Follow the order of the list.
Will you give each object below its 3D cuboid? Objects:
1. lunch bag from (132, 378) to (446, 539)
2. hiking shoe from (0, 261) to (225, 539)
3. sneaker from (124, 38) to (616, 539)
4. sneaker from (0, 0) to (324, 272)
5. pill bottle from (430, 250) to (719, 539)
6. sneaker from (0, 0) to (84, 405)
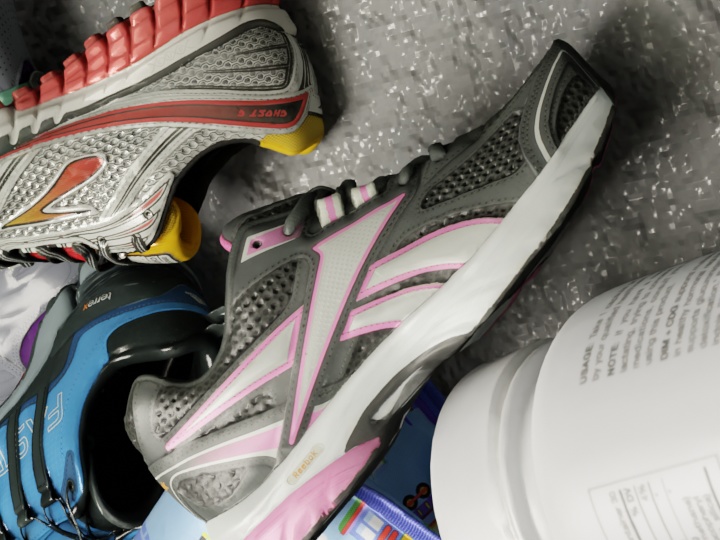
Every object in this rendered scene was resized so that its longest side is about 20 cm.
[{"bbox_3d":[0.015,0.141,0.853,0.200,0.094,0.151,43,124,12],"label":"lunch bag"},{"bbox_3d":[-0.115,0.086,0.893,0.201,0.074,0.087,-64,27,8],"label":"hiking shoe"},{"bbox_3d":[0.000,0.000,0.760,0.086,0.080,0.200,40,86,5],"label":"sneaker"},{"bbox_3d":[-0.103,-0.028,0.861,0.199,0.078,0.082,-32,88,11],"label":"sneaker"},{"bbox_3d":[0.123,0.048,0.705,0.199,0.113,0.114,-20,89,42],"label":"pill bottle"},{"bbox_3d":[-0.126,-0.036,0.941,0.087,0.074,0.201,6,111,16],"label":"sneaker"}]
